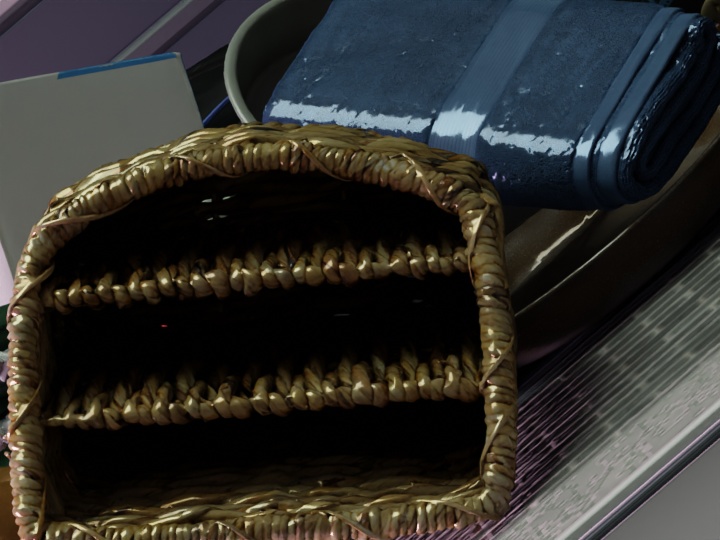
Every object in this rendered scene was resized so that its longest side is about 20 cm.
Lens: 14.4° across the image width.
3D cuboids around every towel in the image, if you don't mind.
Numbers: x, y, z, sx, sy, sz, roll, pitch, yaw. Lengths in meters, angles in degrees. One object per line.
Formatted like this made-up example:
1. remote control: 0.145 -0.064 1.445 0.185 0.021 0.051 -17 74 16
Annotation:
1. towel: 0.059 -0.074 1.263 0.200 0.049 0.112 9 50 35

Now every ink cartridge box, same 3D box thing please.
1. ink cartridge box: -0.162 -0.013 1.554 0.128 0.125 0.200 -13 -18 -22

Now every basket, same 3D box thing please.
1. basket: -0.038 0.021 1.134 0.200 0.143 0.149 -4 15 6

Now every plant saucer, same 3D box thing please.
1. plant saucer: 0.104 -0.014 1.288 0.200 0.032 0.200 -39 10 9

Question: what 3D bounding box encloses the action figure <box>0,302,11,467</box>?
1. action figure: -0.142 0.047 1.413 0.200 0.118 0.055 -26 1 -15

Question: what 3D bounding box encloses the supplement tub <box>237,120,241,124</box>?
1. supplement tub: -0.023 -0.049 1.660 0.123 0.123 0.200 -31 14 46

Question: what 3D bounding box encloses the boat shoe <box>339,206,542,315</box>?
1. boat shoe: 0.030 -0.022 1.325 0.200 0.069 0.057 -48 11 -29

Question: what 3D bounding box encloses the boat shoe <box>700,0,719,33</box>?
1. boat shoe: 0.225 -0.132 1.226 0.068 0.072 0.200 -42 11 -24

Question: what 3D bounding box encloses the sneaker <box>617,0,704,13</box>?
1. sneaker: 0.097 -0.119 1.486 0.200 0.082 0.073 -19 19 -3

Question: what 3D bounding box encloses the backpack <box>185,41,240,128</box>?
1. backpack: -0.086 -0.052 1.843 0.200 0.147 0.183 -21 22 53

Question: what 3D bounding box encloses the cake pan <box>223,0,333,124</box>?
1. cake pan: 0.025 -0.085 1.518 0.200 0.200 0.037 -51 -22 -46

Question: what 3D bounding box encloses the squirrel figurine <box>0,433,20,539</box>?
1. squirrel figurine: -0.109 0.121 1.300 0.200 0.142 0.187 -19 9 29

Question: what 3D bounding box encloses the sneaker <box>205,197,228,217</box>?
1. sneaker: -0.073 0.020 1.358 0.085 0.077 0.200 -12 -30 4
